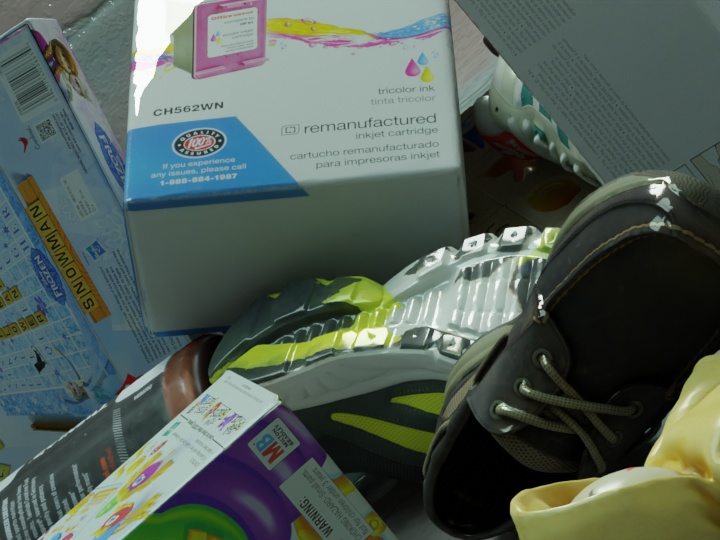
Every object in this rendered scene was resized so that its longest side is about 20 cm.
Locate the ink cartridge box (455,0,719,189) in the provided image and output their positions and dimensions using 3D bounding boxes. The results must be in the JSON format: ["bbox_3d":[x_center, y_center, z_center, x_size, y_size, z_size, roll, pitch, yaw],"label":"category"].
[{"bbox_3d":[0.130,-0.114,0.935,0.084,0.200,0.176,-32,13,38],"label":"ink cartridge box"}]

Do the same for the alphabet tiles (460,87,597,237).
[{"bbox_3d":[0.097,-0.042,1.062,0.200,0.008,0.167,-42,41,-11],"label":"alphabet tiles"}]

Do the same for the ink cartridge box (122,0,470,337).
[{"bbox_3d":[-0.028,-0.074,1.076,0.144,0.085,0.201,-5,43,2],"label":"ink cartridge box"}]

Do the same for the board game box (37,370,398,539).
[{"bbox_3d":[-0.081,0.144,0.874,0.200,0.103,0.105,-41,11,-8],"label":"board game box"}]

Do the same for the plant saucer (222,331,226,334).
[{"bbox_3d":[0.000,0.000,1.130,0.199,0.036,0.201,3,27,-1],"label":"plant saucer"}]

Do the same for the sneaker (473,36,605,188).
[{"bbox_3d":[0.100,-0.061,1.035,0.093,0.070,0.200,-36,39,23],"label":"sneaker"}]

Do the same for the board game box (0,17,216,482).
[{"bbox_3d":[-0.187,0.015,1.157,0.199,0.201,0.041,-27,-2,15],"label":"board game box"}]

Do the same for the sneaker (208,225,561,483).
[{"bbox_3d":[0.039,0.039,0.971,0.199,0.085,0.075,-6,45,31],"label":"sneaker"}]

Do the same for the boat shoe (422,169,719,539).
[{"bbox_3d":[0.077,0.040,0.821,0.074,0.074,0.200,-64,3,-34],"label":"boat shoe"}]

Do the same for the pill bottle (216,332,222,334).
[{"bbox_3d":[-0.101,0.031,1.273,0.114,0.114,0.200,-41,-10,-5],"label":"pill bottle"}]

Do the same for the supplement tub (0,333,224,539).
[{"bbox_3d":[-0.110,0.122,1.062,0.200,0.107,0.107,-36,11,19],"label":"supplement tub"}]

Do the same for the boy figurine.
[{"bbox_3d":[0.125,0.036,0.711,0.200,0.065,0.124,-39,12,-11],"label":"boy figurine"}]
